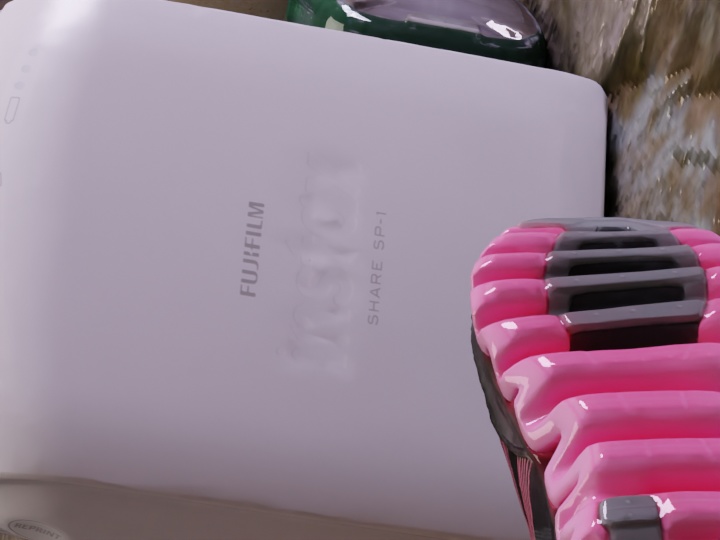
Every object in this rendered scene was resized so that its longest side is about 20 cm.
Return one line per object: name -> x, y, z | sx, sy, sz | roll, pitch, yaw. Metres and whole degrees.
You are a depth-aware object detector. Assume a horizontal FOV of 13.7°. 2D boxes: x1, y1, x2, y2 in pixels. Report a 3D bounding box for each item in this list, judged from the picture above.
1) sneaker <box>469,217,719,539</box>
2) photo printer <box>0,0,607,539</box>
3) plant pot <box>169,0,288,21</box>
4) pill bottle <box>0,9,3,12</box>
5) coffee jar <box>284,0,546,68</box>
sneaker -> 0.066, 0.062, 0.718 | 0.200, 0.079, 0.096 | -97, 8, -56
photo printer -> -0.030, 0.006, 0.877 | 0.069, 0.199, 0.167 | 125, 153, -65
plant pot -> -0.038, -0.129, 1.116 | 0.187, 0.186, 0.201 | 140, 129, -73
pill bottle -> -0.111, 0.005, 1.165 | 0.113, 0.112, 0.201 | 135, 116, -70
coffee jar -> 0.000, 0.000, 1.018 | 0.104, 0.085, 0.201 | -113, 34, -71
